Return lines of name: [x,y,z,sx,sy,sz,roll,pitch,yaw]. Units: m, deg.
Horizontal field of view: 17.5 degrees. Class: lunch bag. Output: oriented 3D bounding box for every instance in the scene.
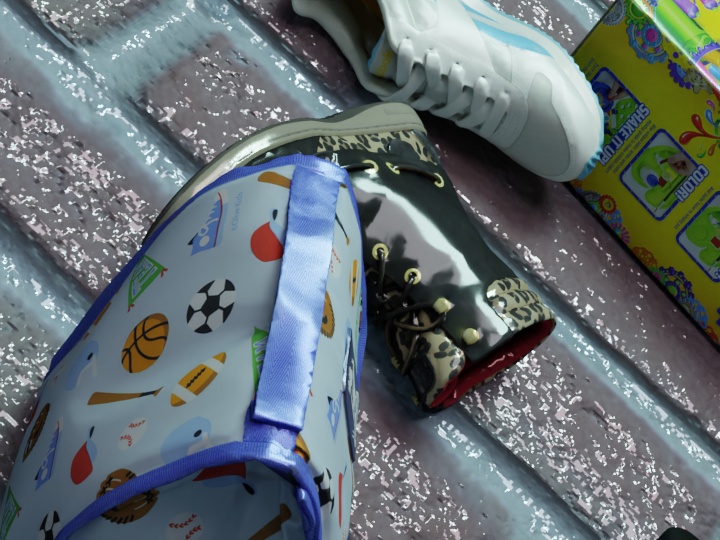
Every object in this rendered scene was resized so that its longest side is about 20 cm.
lunch bag: [-0.063,0.070,0.956,0.123,0.200,0.171,24,43,-16]

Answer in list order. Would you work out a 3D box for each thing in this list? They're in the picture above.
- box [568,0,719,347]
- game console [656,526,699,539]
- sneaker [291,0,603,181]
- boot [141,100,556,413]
box: [0.235,-0.084,1.363,0.193,0.122,0.200,48,42,11]
game console: [0.179,0.245,1.095,0.200,0.116,0.176,44,13,-3]
sneaker: [0.048,-0.114,1.300,0.200,0.077,0.081,41,50,11]
boot: [0.000,0.000,1.163,0.199,0.073,0.151,-20,67,-50]
